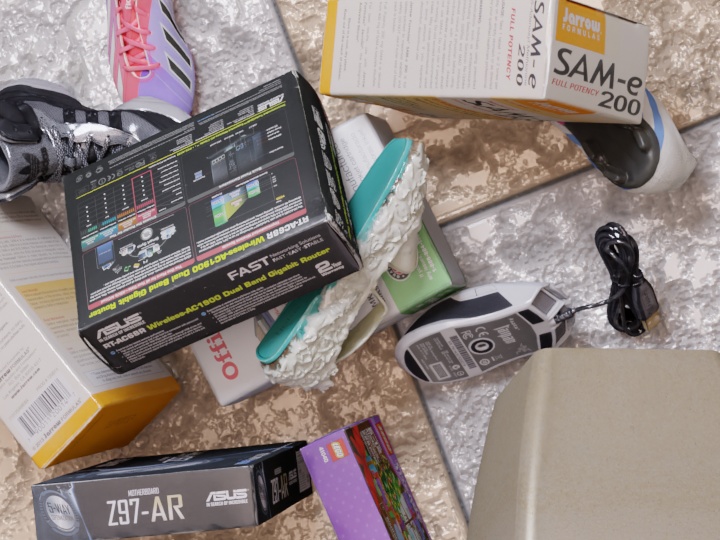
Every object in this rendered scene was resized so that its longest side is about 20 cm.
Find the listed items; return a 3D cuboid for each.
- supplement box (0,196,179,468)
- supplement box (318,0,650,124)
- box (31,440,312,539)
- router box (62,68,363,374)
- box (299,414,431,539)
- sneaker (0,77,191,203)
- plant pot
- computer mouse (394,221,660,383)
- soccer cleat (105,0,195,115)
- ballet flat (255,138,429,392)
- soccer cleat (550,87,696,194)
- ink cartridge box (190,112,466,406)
[{"bbox_3d":[-0.243,0.042,1.519,0.074,0.126,0.200,-45,76,19],"label":"supplement box"},{"bbox_3d":[0.086,-0.147,1.440,0.199,0.126,0.074,5,89,40],"label":"supplement box"},{"bbox_3d":[-0.131,0.160,1.484,0.159,0.200,0.044,-6,89,10],"label":"box"},{"bbox_3d":[-0.107,-0.034,1.437,0.199,0.062,0.150,-24,48,13],"label":"router box"},{"bbox_3d":[0.025,0.207,1.489,0.039,0.137,0.201,-24,87,9],"label":"box"},{"bbox_3d":[-0.212,-0.085,1.523,0.199,0.114,0.076,14,118,22],"label":"sneaker"},{"bbox_3d":[0.177,0.156,1.424,0.198,0.200,0.178,1,71,-10],"label":"plant pot"},{"bbox_3d":[0.118,0.028,1.506,0.199,0.110,0.044,-16,50,15],"label":"computer mouse"},{"bbox_3d":[-0.169,-0.201,1.552,0.066,0.076,0.201,-7,89,9],"label":"soccer cleat"},{"bbox_3d":[0.000,0.000,1.453,0.072,0.072,0.201,35,97,8],"label":"ballet flat"},{"bbox_3d":[0.170,-0.129,1.507,0.070,0.086,0.200,-49,59,26],"label":"soccer cleat"},{"bbox_3d":[-0.043,-0.007,1.527,0.199,0.087,0.146,-27,86,10],"label":"ink cartridge box"}]
